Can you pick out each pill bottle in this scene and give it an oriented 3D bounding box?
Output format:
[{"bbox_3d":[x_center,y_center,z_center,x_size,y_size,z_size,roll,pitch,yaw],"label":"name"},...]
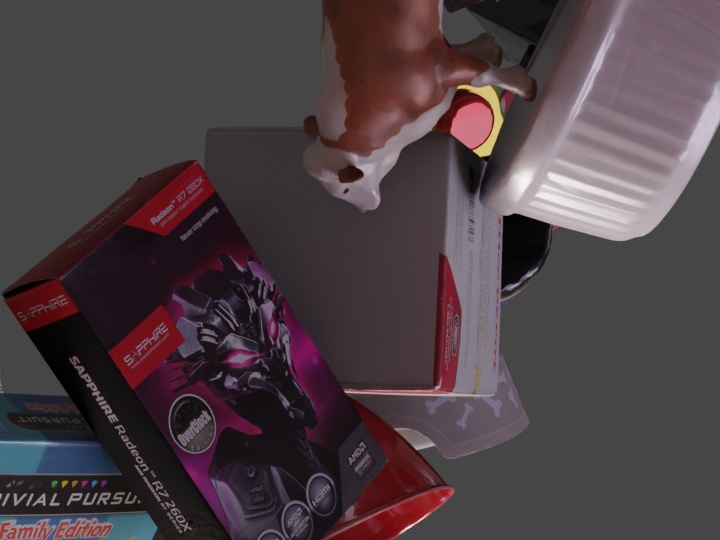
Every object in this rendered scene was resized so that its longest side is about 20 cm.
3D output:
[{"bbox_3d":[0.060,-0.006,1.575,0.112,0.112,0.200,-54,-178,-22],"label":"pill bottle"}]

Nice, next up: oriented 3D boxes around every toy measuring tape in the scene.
[{"bbox_3d":[0.096,-0.121,1.493,0.200,0.074,0.074,-14,145,-23],"label":"toy measuring tape"}]

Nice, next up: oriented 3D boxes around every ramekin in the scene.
[{"bbox_3d":[0.149,-0.110,1.185,0.202,0.094,0.203,-156,-90,-87],"label":"ramekin"}]

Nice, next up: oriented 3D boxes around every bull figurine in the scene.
[{"bbox_3d":[0.023,-0.131,1.108,0.065,0.121,0.200,-164,-113,-65],"label":"bull figurine"}]

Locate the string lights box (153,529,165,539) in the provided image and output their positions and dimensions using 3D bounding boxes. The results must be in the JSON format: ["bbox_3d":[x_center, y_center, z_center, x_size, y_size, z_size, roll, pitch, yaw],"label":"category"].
[{"bbox_3d":[-0.126,0.227,1.453,0.200,0.103,0.059,-48,180,-42],"label":"string lights box"}]

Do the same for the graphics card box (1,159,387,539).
[{"bbox_3d":[-0.080,0.058,1.084,0.051,0.200,0.125,-19,-162,41],"label":"graphics card box"}]

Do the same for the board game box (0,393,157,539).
[{"bbox_3d":[-0.188,0.159,1.094,0.151,0.047,0.200,6,117,-50],"label":"board game box"}]

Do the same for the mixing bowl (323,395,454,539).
[{"bbox_3d":[-0.051,0.144,1.377,0.200,0.108,0.200,-27,166,-7],"label":"mixing bowl"}]

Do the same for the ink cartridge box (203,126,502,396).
[{"bbox_3d":[0.000,0.000,1.247,0.200,0.144,0.146,21,71,-76],"label":"ink cartridge box"}]

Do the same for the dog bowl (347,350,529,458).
[{"bbox_3d":[0.024,0.102,1.602,0.200,0.200,0.059,-24,106,-68],"label":"dog bowl"}]

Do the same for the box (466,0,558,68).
[{"bbox_3d":[0.189,-0.236,1.588,0.197,0.117,0.200,-59,166,2],"label":"box"}]

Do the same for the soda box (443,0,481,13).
[{"bbox_3d":[0.119,-0.236,1.246,0.200,0.070,0.063,-35,179,27],"label":"soda box"}]

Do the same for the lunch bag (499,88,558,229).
[{"bbox_3d":[0.157,-0.118,1.824,0.176,0.082,0.200,-67,167,15],"label":"lunch bag"}]
